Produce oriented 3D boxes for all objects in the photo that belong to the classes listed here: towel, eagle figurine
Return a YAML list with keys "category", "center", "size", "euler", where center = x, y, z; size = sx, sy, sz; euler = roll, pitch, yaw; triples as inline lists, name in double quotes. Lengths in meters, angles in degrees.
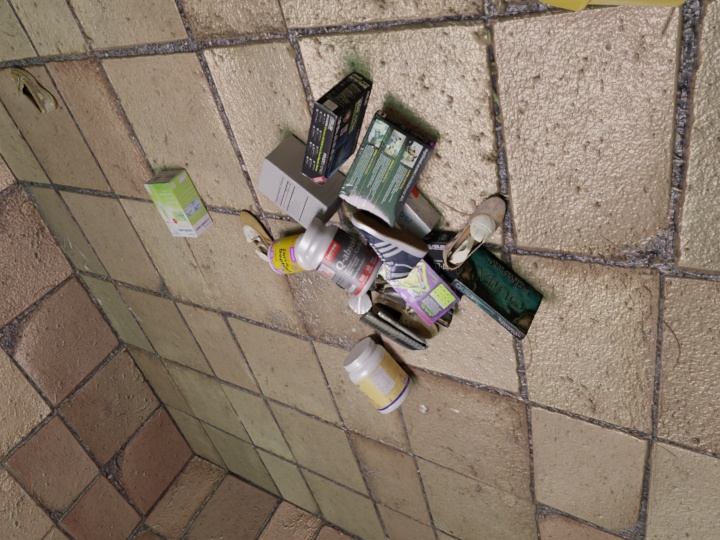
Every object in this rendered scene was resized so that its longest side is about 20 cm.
- category: "towel"
  center: [0.089, 0.168, 1.596]
  size: [0.196, 0.035, 0.193]
  euler: [30, 169, -2]
- category: "eagle figurine"
  center: [-0.003, -0.006, 1.493]
  size: [0.151, 0.150, 0.202]
  euler: [47, 169, 36]

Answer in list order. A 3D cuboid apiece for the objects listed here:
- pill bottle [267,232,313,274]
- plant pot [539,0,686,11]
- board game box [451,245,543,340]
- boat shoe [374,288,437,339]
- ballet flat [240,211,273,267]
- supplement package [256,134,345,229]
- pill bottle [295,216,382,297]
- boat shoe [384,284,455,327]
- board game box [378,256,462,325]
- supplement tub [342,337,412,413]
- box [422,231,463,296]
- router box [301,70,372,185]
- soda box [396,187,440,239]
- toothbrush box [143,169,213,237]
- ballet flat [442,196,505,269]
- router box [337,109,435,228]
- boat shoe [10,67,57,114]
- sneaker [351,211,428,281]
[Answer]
- category: "pill bottle"
  center: [-0.175, -0.051, 1.625]
  size: [0.196, 0.105, 0.106]
  euler: [-8, 122, 44]
- category: "plant pot"
  center: [0.354, -0.440, 0.734]
  size: [0.182, 0.205, 0.204]
  euler: [16, 139, 4]
- category: "board game box"
  center: [0.311, 0.045, 1.270]
  size: [0.198, 0.136, 0.028]
  euler: [38, 143, 2]
- category: "boat shoe"
  center: [0.126, 0.132, 1.571]
  size: [0.198, 0.065, 0.073]
  euler: [39, 143, 4]
- category: "ballet flat"
  center: [-0.313, -0.093, 1.737]
  size: [0.201, 0.063, 0.068]
  euler: [48, 141, -9]
- category: "supplement package"
  center: [-0.145, -0.216, 1.424]
  size: [0.198, 0.122, 0.121]
  euler: [38, 143, 4]
- category: "pill bottle"
  center: [-0.053, -0.035, 1.364]
  size: [0.196, 0.118, 0.116]
  euler: [32, 143, -7]
- category: "boat shoe"
  center: [0.149, 0.091, 1.465]
  size: [0.194, 0.063, 0.072]
  euler: [18, 165, 1]
- category: "board game box"
  center: [0.143, 0.030, 1.387]
  size: [0.200, 0.032, 0.120]
  euler: [46, 119, -5]
- category: "supplement tub"
  center: [0.052, 0.326, 1.759]
  size: [0.201, 0.146, 0.144]
  euler: [48, 142, -9]
- category: "box"
  center: [0.163, -0.021, 1.409]
  size: [0.195, 0.044, 0.164]
  euler: [7, 131, 37]
- category: "router box"
  center: [-0.053, -0.308, 1.232]
  size: [0.061, 0.151, 0.202]
  euler: [31, 142, 9]
- category: "soda box"
  center: [0.093, -0.166, 1.312]
  size: [0.200, 0.064, 0.068]
  euler: [46, 140, -5]
- category: "toothbrush box"
  center: [-0.595, -0.218, 1.844]
  size: [0.142, 0.087, 0.204]
  euler: [6, 132, 37]
- category: "ballet flat"
  center: [0.248, -0.072, 1.232]
  size: [0.067, 0.068, 0.202]
  euler: [31, 128, -5]
- category: "router box"
  center: [0.054, -0.218, 1.227]
  size: [0.146, 0.051, 0.204]
  euler: [29, 116, 0]
- category: "boat shoe"
  center: [-1.143, -0.622, 1.946]
  size: [0.198, 0.063, 0.074]
  euler: [39, 143, 5]
- category: "sneaker"
  center: [0.050, -0.050, 1.292]
  size: [0.195, 0.071, 0.110]
  euler: [24, 123, -16]
